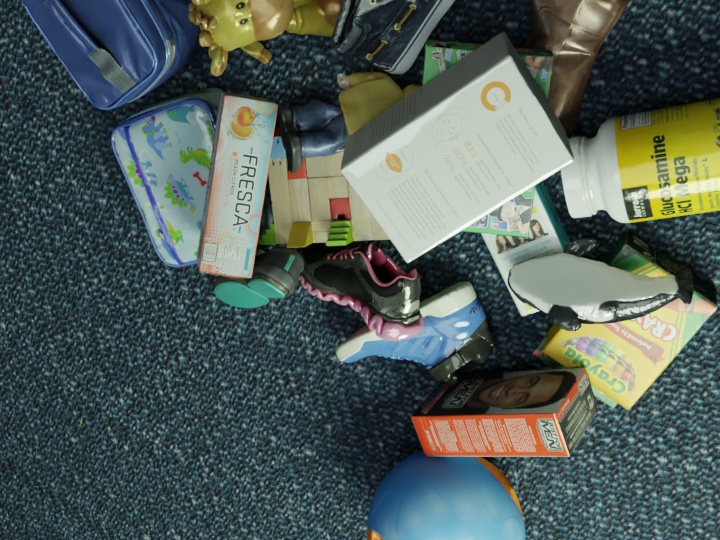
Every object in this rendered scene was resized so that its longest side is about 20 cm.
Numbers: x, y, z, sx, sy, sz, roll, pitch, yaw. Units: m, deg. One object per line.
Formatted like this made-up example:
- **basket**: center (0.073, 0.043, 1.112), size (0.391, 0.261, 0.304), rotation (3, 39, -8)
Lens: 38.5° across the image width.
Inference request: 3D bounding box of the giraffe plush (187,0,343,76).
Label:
- **giraffe plush**: center (-0.114, -0.296, 1.101), size (0.198, 0.162, 0.174), rotation (-24, 105, 25)

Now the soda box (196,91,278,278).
- **soda box**: center (-0.142, -0.097, 1.174), size (0.063, 0.068, 0.203), rotation (8, 101, -14)

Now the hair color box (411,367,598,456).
- **hair color box**: center (0.170, 0.170, 1.227), size (0.198, 0.101, 0.062), rotation (-8, 112, 38)

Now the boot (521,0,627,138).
- **boot**: center (0.172, -0.249, 1.095), size (0.184, 0.064, 0.202), rotation (26, 123, 8)

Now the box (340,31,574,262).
- **box**: center (0.095, -0.123, 1.038), size (0.198, 0.098, 0.125), rotation (-31, 111, 18)

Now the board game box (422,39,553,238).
- **board game box**: center (0.126, -0.138, 1.101), size (0.132, 0.029, 0.203), rotation (6, 116, 4)

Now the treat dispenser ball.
- **treat dispenser ball**: center (0.106, 0.324, 1.288), size (0.198, 0.201, 0.204), rotation (7, 115, 15)

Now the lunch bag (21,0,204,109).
- **lunch bag**: center (-0.286, -0.296, 1.166), size (0.135, 0.132, 0.201), rotation (-28, 103, 34)

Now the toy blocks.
- **toy blocks**: center (-0.030, -0.106, 1.210), size (0.197, 0.100, 0.139), rotation (-1, 102, 21)

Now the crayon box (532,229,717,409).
- **crayon box**: center (0.302, 0.071, 1.197), size (0.126, 0.051, 0.201), rotation (32, 119, 1)

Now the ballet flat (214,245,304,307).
- **ballet flat**: center (-0.122, 0.004, 1.279), size (0.074, 0.073, 0.199), rotation (55, 155, -11)

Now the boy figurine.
- **boy figurine**: center (0.008, -0.172, 1.140), size (0.197, 0.126, 0.065), rotation (-15, 150, -11)

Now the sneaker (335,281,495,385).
- **sneaker**: center (0.070, 0.102, 1.270), size (0.198, 0.077, 0.112), rotation (-25, 95, 19)

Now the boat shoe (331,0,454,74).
- **boat shoe**: center (0.045, -0.297, 1.077), size (0.090, 0.071, 0.201), rotation (10, 130, -28)

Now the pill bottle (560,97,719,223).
- **pill bottle**: center (0.314, -0.111, 1.076), size (0.197, 0.113, 0.114), rotation (-8, 111, 21)

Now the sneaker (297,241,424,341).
- **sneaker**: center (0.000, 0.000, 1.219), size (0.199, 0.079, 0.097), rotation (29, 131, 35)

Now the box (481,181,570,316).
- **box**: center (0.182, -0.055, 1.180), size (0.081, 0.049, 0.202), rotation (-21, 106, 24)

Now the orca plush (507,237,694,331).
- **orca plush**: center (0.266, 0.022, 1.139), size (0.197, 0.107, 0.071), rotation (-11, 153, 14)

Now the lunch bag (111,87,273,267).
- **lunch bag**: center (-0.207, -0.109, 1.264), size (0.159, 0.083, 0.203), rotation (-10, 109, 24)
